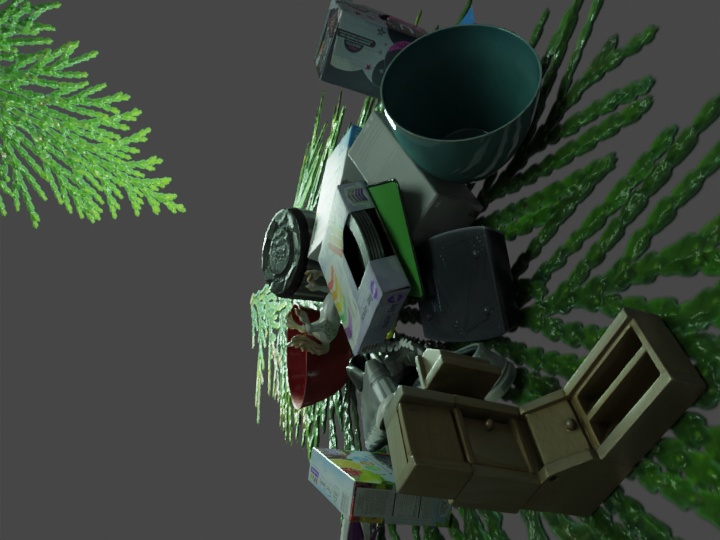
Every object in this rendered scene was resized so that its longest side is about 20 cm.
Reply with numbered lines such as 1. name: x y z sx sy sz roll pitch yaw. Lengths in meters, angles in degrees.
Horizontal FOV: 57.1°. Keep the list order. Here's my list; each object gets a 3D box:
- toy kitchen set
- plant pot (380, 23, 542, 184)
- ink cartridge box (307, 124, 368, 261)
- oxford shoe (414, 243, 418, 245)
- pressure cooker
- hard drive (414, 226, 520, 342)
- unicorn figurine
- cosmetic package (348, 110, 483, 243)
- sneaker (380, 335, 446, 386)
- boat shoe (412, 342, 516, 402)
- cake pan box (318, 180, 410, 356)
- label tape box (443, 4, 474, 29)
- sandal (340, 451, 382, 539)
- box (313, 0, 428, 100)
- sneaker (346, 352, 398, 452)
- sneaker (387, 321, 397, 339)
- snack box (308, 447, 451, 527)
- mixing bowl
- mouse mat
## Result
1. toy kitchen set: 0.137 0.086 0.585 0.165 0.194 0.183 -102 31 -50
2. plant pot: 0.133 -0.193 0.850 0.136 0.193 0.205 68 -163 -53
3. ink cartridge box: 0.008 -0.114 1.173 0.146 0.142 0.206 142 142 -62
4. oxford shoe: 0.099 -0.087 1.039 0.075 0.056 0.207 -163 84 -70
5. pressure cooker: -0.078 -0.028 1.311 0.179 0.195 0.180 44 118 49
6. hard drive: 0.128 0.019 0.841 0.199 0.041 0.140 163 97 -68
7. unicorn figurine: -0.049 0.060 1.196 0.203 0.135 0.074 -59 21 9
8. cosmetic package: 0.076 -0.131 0.953 0.091 0.105 0.203 -52 48 30
9. sneaker: 0.073 0.145 0.965 0.200 0.064 0.094 159 119 -73
10. boat shoe: 0.110 0.126 0.816 0.071 0.071 0.200 -51 9 -28
11. cake pan box: 0.000 0.000 0.973 0.202 0.051 0.188 112 139 -56
12. label tape box: 0.128 -0.317 1.088 0.143 0.064 0.206 140 137 -62
13. sandal: 0.007 0.384 1.017 0.048 0.082 0.209 -5 65 25
14. box: 0.026 -0.407 1.238 0.116 0.194 0.135 -108 35 -54
15. sneaker: 0.022 0.178 0.943 0.117 0.073 0.202 58 160 23
16. sneaker: 0.030 0.035 1.071 0.075 0.082 0.205 -75 -3 -63
17. snack box: 0.021 0.290 0.897 0.199 0.138 0.055 174 107 -70
18. mixing bowl: -0.078 0.167 1.304 0.200 0.105 0.208 179 90 -74
19. mouse mat: 0.033 -0.042 0.947 0.199 0.007 0.166 -174 69 -71
